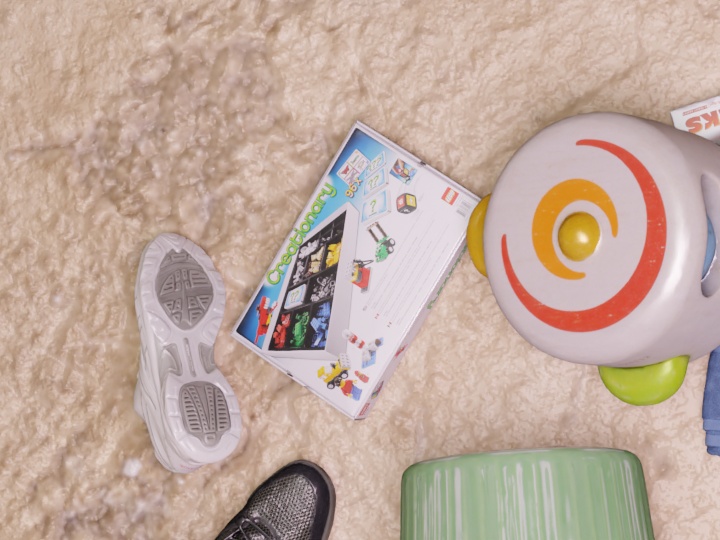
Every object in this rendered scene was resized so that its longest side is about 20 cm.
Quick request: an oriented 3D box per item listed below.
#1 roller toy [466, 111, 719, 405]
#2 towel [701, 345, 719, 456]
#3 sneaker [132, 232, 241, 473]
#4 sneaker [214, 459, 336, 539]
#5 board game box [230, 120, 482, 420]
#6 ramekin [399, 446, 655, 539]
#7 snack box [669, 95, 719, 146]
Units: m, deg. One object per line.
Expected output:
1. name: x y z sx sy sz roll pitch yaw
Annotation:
1. roller toy: 0.186 -0.022 1.530 0.183 0.139 0.200 -52 59 21
2. towel: 0.307 0.041 1.548 0.111 0.048 0.202 2 87 47
3. sneaker: -0.155 0.070 1.686 0.099 0.077 0.201 -39 52 52
4. sneaker: -0.098 0.234 1.643 0.076 0.114 0.200 45 98 12
5. board game box: 0.000 0.000 1.661 0.126 0.035 0.201 34 97 16
6. ramekin: 0.120 0.187 1.539 0.199 0.200 0.098 -6 79 16
7. snack box: 0.336 -0.114 1.570 0.199 0.024 0.072 -17 84 15
